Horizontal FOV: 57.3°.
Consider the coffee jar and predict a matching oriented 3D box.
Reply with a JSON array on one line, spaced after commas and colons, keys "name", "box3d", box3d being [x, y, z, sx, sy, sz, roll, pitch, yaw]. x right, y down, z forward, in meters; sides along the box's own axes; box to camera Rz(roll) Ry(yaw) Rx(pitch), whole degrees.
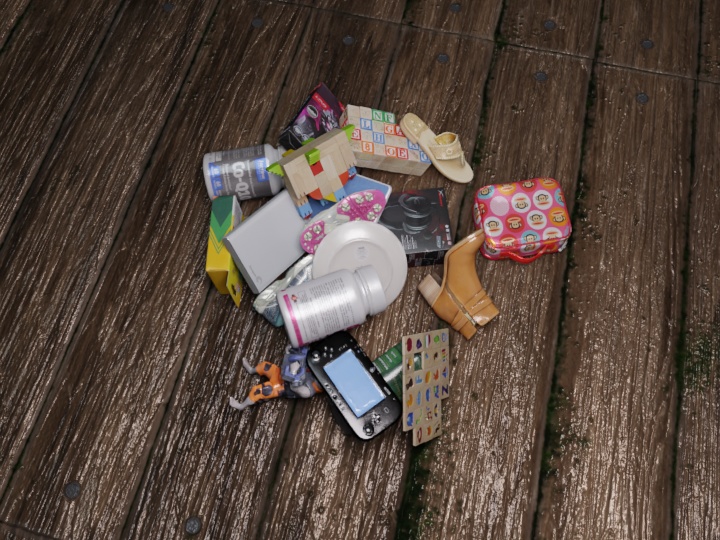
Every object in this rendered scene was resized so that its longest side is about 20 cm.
[{"name": "coffee jar", "box3d": [0.032, 0.225, 1.266, 0.198, 0.106, 0.085, -28, 33, -11]}]

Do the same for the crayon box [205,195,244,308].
[{"name": "crayon box", "box3d": [-0.279, -0.037, 1.375, 0.050, 0.127, 0.204, -1, 66, 1]}]

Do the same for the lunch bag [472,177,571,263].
[{"name": "lunch bag", "box3d": [0.346, -0.100, 1.411, 0.196, 0.082, 0.179, -7, 67, -2]}]

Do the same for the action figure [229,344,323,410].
[{"name": "action figure", "box3d": [-0.141, 0.203, 1.290, 0.189, 0.107, 0.201, -6, 22, 11]}]

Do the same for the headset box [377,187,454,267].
[{"name": "headset box", "box3d": [0.092, -0.088, 1.416, 0.196, 0.078, 0.152, -5, 67, -2]}]

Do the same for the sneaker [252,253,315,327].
[{"name": "sneaker", "box3d": [-0.127, 0.037, 1.380, 0.199, 0.078, 0.087, -41, 89, -12]}]

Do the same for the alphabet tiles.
[{"name": "alphabet tiles", "box3d": [0.125, 0.217, 1.239, 0.007, 0.166, 0.205, 0, 91, 36]}]

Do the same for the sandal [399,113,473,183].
[{"name": "sandal", "box3d": [0.184, -0.278, 1.452, 0.211, 0.070, 0.078, 39, 55, -10]}]

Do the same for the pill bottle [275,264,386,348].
[{"name": "pill bottle", "box3d": [-0.056, 0.065, 1.277, 0.197, 0.114, 0.115, -19, 67, -9]}]

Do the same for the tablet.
[{"name": "tablet", "box3d": [-0.032, -0.148, 1.423, 0.198, 0.014, 0.132, 24, 87, 35]}]

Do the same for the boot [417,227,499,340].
[{"name": "boot", "box3d": [0.221, 0.029, 1.320, 0.155, 0.076, 0.201, 46, 114, 12]}]

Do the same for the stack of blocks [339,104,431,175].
[{"name": "stack of blocks", "box3d": [0.055, -0.289, 1.475, 0.196, 0.059, 0.117, 6, 66, -21]}]

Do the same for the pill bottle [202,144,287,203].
[{"name": "pill bottle", "box3d": [-0.239, -0.216, 1.458, 0.196, 0.114, 0.116, -10, 66, -2]}]

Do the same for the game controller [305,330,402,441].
[{"name": "game controller", "box3d": [-0.013, 0.206, 1.194, 0.104, 0.042, 0.201, -34, 71, -12]}]

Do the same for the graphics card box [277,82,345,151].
[{"name": "graphics card box", "box3d": [-0.092, -0.312, 1.466, 0.126, 0.050, 0.202, 46, 47, -21]}]

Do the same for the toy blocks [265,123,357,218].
[{"name": "toy blocks", "box3d": [-0.079, -0.196, 1.366, 0.198, 0.138, 0.100, -33, 29, -15]}]

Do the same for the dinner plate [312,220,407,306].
[{"name": "dinner plate", "box3d": [0.000, 0.000, 1.342, 0.196, 0.024, 0.204, -2, 105, -6]}]

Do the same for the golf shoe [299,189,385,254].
[{"name": "golf shoe", "box3d": [-0.041, -0.114, 1.364, 0.198, 0.092, 0.076, -29, 113, 1]}]

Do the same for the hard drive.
[{"name": "hard drive", "box3d": [-0.179, -0.066, 1.363, 0.200, 0.026, 0.133, -44, 116, -34]}]
